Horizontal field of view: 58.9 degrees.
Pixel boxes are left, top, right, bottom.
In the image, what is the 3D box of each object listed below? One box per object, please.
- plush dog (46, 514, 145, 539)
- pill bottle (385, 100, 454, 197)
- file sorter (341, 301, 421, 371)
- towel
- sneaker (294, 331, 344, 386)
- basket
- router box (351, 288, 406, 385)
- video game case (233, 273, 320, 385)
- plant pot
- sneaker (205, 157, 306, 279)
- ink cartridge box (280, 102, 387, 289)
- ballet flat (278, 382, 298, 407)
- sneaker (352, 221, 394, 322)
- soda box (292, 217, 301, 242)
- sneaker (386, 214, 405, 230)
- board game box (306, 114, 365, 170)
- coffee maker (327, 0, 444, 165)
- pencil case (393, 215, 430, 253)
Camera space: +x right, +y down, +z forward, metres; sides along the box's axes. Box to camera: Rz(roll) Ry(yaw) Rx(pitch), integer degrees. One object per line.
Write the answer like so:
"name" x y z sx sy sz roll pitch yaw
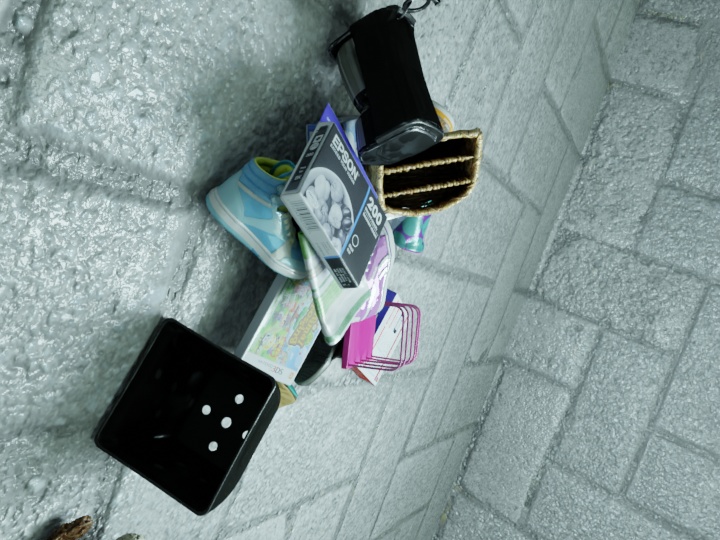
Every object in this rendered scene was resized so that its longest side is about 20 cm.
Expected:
"plush dog" -0.406 0.443 0.876 0.202 0.157 0.173 -80 154 -46
"pill bottle" 0.100 -0.237 1.288 0.203 0.115 0.116 -63 153 -10
"file sorter" 0.052 0.134 1.350 0.200 0.123 0.142 7 89 -74
"towel" -0.035 -0.004 1.006 0.150 0.030 0.203 -54 141 -48
"sneaker" -0.065 0.173 1.341 0.201 0.075 0.115 -59 147 -29
"basket" 0.115 -0.171 1.158 0.196 0.149 0.146 -10 100 -12
"router box" 0.044 0.163 1.563 0.202 0.048 0.180 -60 155 -14
"video game case" -0.118 0.087 1.082 0.202 0.022 0.182 -62 152 -7
"plant pot" -0.229 0.219 0.955 0.202 0.197 0.178 -61 165 -11
"sneaker" -0.112 -0.080 0.929 0.130 0.080 0.199 -40 125 13
"ink cartridge box" -0.025 -0.112 0.951 0.199 0.043 0.202 57 41 -41
"ballet flat" -0.168 0.204 1.190 0.062 0.069 0.202 -27 140 -9
"sneaker" 0.001 0.000 1.133 0.113 0.072 0.204 -19 119 -46
"soda box" -0.111 -0.058 1.076 0.064 0.070 0.202 -52 150 -26
"sneaker" 0.028 -0.056 1.321 0.201 0.076 0.149 -24 120 -42
"board game box" -0.036 -0.153 1.083 0.199 0.043 0.204 -47 139 -66
"coffee maker" 0.054 -0.292 0.994 0.133 0.204 0.191 -6 163 -35
"pencil case" 0.130 -0.148 1.451 0.091 0.085 0.204 1 111 -45
